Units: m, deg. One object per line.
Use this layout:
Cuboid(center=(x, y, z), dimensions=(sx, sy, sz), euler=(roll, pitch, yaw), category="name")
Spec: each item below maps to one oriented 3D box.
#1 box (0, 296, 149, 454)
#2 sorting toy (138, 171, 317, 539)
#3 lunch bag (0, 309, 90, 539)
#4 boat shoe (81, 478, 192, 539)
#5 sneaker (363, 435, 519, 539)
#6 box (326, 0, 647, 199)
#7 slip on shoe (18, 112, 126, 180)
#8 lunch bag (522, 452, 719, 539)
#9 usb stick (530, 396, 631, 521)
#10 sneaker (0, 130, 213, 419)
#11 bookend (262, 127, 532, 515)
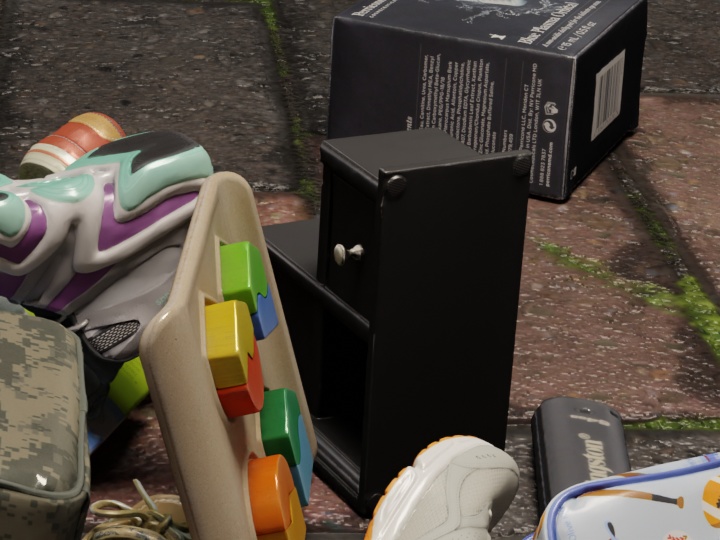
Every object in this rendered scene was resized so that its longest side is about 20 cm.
Cuboid(center=(-0.196, 0.066, 1.192), dimensions=(0.122, 0.048, 0.200), euler=(45, 27, -3), category="box")
Cuboid(center=(-0.055, 0.066, 1.112), dimensions=(0.036, 0.186, 0.200), euler=(-9, 22, 11), category="sorting toy")
Cuboid(center=(-0.204, 0.119, 0.990), dimensions=(0.139, 0.169, 0.200), euler=(11, 20, -14), category="lunch bag")
Cuboid(center=(-0.108, 0.152, 1.055), dimensions=(0.073, 0.063, 0.200), euler=(6, 23, 7), category="boat shoe")
Cuboid(center=(0.039, 0.155, 1.078), dimensions=(0.092, 0.076, 0.200), euler=(23, 36, 23), category="sneaker")
Cuboid(center=(0.102, -0.154, 1.743), dimensions=(0.199, 0.118, 0.197), euler=(11, 24, 20), category="box")
Cuboid(center=(-0.138, -0.010, 1.277), dimensions=(0.074, 0.201, 0.061), euler=(20, 56, 30), category="slip on shoe")
Cuboid(center=(0.147, 0.172, 0.918), dimensions=(0.159, 0.076, 0.201), euler=(-10, 64, -20), category="lunch bag")
Cuboid(center=(0.123, 0.122, 1.200), dimensions=(0.055, 0.033, 0.200), euler=(3, 23, 0), category="usb stick")
Cuboid(center=(-0.165, 0.015, 1.165), dimensions=(0.199, 0.141, 0.078), euler=(-12, 21, -14), category="sneaker")
Cuboid(center=(0.000, 0.000, 1.256), dimensions=(0.092, 0.201, 0.199), euler=(-9, 26, -27), category="bookend")
